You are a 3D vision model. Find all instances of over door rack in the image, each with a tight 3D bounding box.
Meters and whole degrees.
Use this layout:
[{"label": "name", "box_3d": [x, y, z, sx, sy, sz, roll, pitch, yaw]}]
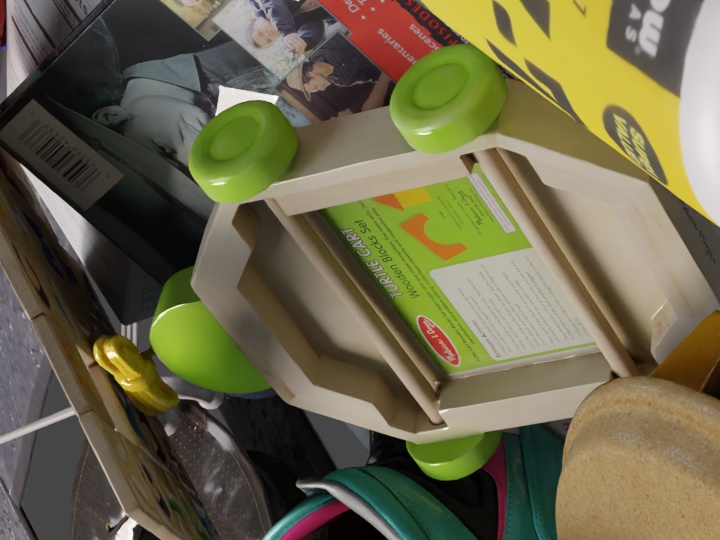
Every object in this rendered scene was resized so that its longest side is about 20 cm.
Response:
[{"label": "over door rack", "box_3d": [-0.125, 0.002, 0.997, 0.200, 0.066, 0.149, -16, 70, 47]}]

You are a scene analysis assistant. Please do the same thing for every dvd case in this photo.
[{"label": "dvd case", "box_3d": [-0.014, -0.050, 0.696, 0.146, 0.022, 0.200, 41, 133, -12]}]

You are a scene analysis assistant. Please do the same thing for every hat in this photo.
[{"label": "hat", "box_3d": [-0.063, 0.143, 1.042, 0.200, 0.081, 0.202, 17, 112, 47]}]

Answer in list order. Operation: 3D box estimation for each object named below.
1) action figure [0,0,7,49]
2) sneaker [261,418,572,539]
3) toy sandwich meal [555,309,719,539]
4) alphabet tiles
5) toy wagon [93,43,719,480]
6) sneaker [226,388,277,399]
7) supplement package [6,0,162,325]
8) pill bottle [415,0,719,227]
[{"label": "action figure", "box_3d": [-0.142, -0.105, 0.887, 0.051, 0.200, 0.066, 22, 110, 6]}, {"label": "sneaker", "box_3d": [0.010, 0.083, 0.796, 0.200, 0.120, 0.084, 29, 134, 55]}, {"label": "toy sandwich meal", "box_3d": [0.133, 0.097, 0.632, 0.205, 0.070, 0.206, 47, 156, 29]}, {"label": "alphabet tiles", "box_3d": [-0.101, 0.007, 0.748, 0.201, 0.008, 0.167, 62, 179, 16]}, {"label": "toy wagon", "box_3d": [0.008, 0.005, 0.684, 0.199, 0.040, 0.155, -11, 135, 28]}, {"label": "sneaker", "box_3d": [0.000, 0.000, 0.785, 0.082, 0.070, 0.200, 53, 141, 21]}, {"label": "supplement package", "box_3d": [-0.057, -0.098, 0.799, 0.110, 0.113, 0.201, 53, 151, 33]}, {"label": "pill bottle", "box_3d": [0.093, -0.074, 0.516, 0.200, 0.114, 0.115, 42, 144, 44]}]
